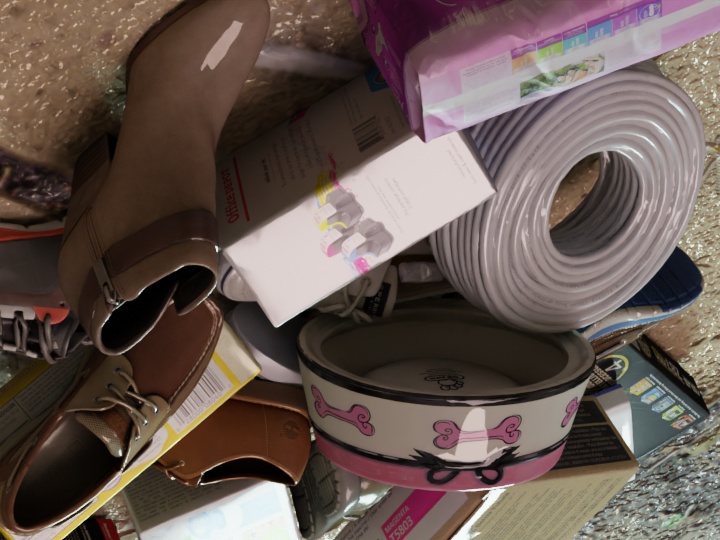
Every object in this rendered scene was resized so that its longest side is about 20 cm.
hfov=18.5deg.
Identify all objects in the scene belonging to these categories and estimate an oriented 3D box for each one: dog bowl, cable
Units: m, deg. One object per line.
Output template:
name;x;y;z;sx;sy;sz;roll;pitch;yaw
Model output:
dog bowl;0.054;0.082;1.466;0.199;0.200;0.074;-6;109;-28
cable;0.138;-0.055;1.456;0.199;0.069;0.201;12;110;-41

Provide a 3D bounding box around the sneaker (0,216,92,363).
sneaker;-0.209;0.019;1.356;0.199;0.082;0.077;-17;146;-14

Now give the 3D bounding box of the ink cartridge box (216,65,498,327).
ink cartridge box;-0.026;-0.043;1.352;0.199;0.115;0.068;-30;117;7

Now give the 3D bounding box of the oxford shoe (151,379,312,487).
oxford shoe;-0.130;0.108;1.496;0.198;0.072;0.071;7;157;-1

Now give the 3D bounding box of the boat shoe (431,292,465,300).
boat shoe;0.076;0.066;1.631;0.071;0.068;0.201;-2;138;-30

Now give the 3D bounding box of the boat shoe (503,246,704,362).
boat shoe;0.168;0.030;1.624;0.199;0.072;0.073;-16;151;-37

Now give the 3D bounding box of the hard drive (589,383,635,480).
hard drive;0.119;0.163;1.746;0.199;0.025;0.132;-21;147;-4

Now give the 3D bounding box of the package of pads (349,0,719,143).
package of pads;0.100;-0.165;1.279;0.199;0.121;0.076;-21;144;-8

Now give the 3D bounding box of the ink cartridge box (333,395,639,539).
ink cartridge box;0.084;0.183;1.641;0.164;0.075;0.200;0;140;-44

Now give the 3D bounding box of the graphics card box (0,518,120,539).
graphics card box;-0.250;0.238;1.590;0.199;0.126;0.051;8;135;-42

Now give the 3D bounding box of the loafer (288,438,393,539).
loafer;-0.009;0.149;1.582;0.069;0.076;0.200;-14;177;-14

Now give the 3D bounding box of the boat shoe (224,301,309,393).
boat shoe;-0.043;0.075;1.568;0.066;0.070;0.200;-42;151;20

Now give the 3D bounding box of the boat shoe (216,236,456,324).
boat shoe;0.000;0.000;1.483;0.199;0.070;0.071;-8;143;-27

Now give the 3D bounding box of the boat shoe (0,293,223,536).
boat shoe;-0.156;0.092;1.392;0.076;0.072;0.200;41;87;-18

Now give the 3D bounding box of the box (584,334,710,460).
box;0.171;0.109;1.769;0.161;0.049;0.200;-31;146;15

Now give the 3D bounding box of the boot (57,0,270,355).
boot;-0.105;-0.051;1.270;0.070;0.147;0.200;20;126;-34

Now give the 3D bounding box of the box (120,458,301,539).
box;-0.110;0.177;1.623;0.112;0.102;0.200;-22;147;-6

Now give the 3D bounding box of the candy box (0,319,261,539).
candy box;-0.170;0.089;1.441;0.200;0.026;0.102;-40;109;-7
